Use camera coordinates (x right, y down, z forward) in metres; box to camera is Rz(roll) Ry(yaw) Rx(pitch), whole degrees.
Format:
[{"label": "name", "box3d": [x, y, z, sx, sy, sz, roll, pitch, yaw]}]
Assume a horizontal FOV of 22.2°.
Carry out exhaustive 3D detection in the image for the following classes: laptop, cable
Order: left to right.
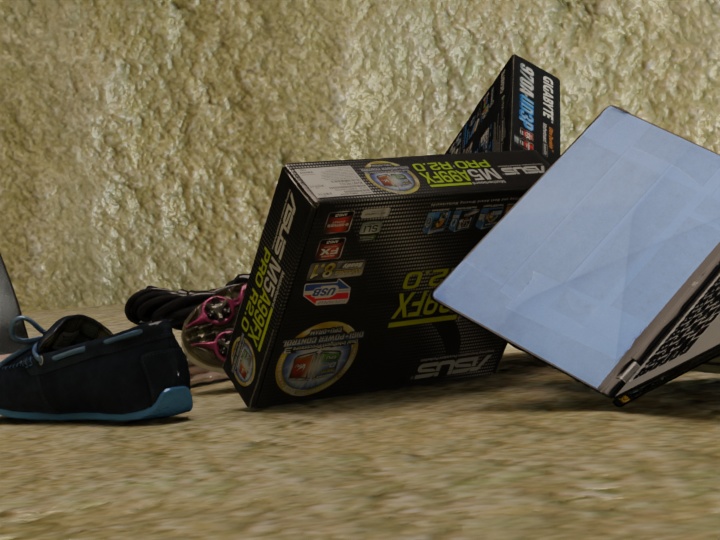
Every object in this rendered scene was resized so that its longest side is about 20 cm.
[{"label": "cable", "box3d": [-0.101, 0.033, 1.568, 0.199, 0.051, 0.163, -3, 6, -12]}, {"label": "laptop", "box3d": [0.169, -0.032, 1.014, 0.187, 0.116, 0.200, -46, 2, -26]}]

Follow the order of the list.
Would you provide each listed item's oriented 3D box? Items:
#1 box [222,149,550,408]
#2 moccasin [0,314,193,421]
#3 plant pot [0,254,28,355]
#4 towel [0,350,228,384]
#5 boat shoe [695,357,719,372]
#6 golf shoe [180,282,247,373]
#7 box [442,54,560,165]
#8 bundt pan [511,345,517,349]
[{"label": "box", "box3d": [0.023, 0.004, 1.177, 0.199, 0.161, 0.044, -5, 39, -33]}, {"label": "moccasin", "box3d": [-0.178, 0.060, 1.195, 0.199, 0.069, 0.080, -4, 2, 38]}, {"label": "plant pot", "box3d": [-0.413, 0.017, 1.528, 0.198, 0.179, 0.200, -4, 2, 31]}, {"label": "towel", "box3d": [-0.215, 0.077, 1.398, 0.190, 0.032, 0.200, -4, 1, 30]}, {"label": "boat shoe", "box3d": [0.253, 0.026, 1.058, 0.074, 0.063, 0.199, -8, 2, -41]}, {"label": "golf shoe", "box3d": [-0.047, 0.053, 1.366, 0.199, 0.073, 0.092, -5, -25, -31]}, {"label": "box", "box3d": [0.088, -0.046, 1.347, 0.046, 0.159, 0.200, 27, 31, -12]}, {"label": "bundt pan", "box3d": [0.189, 0.022, 1.384, 0.200, 0.076, 0.202, -4, 1, 0]}]
